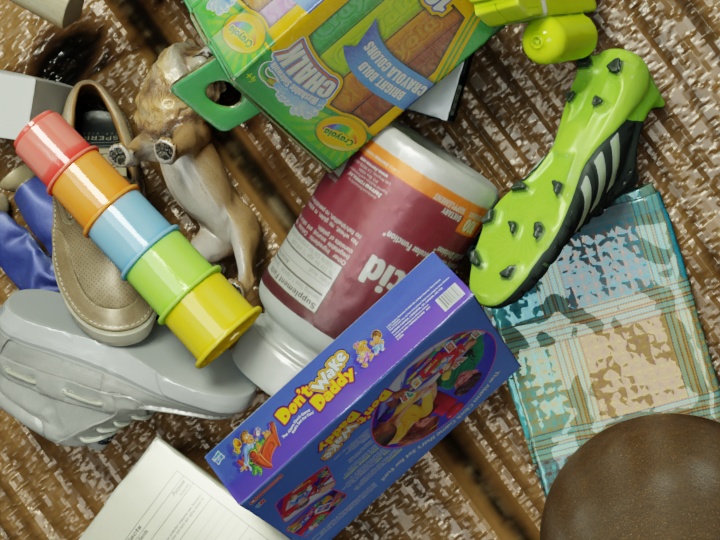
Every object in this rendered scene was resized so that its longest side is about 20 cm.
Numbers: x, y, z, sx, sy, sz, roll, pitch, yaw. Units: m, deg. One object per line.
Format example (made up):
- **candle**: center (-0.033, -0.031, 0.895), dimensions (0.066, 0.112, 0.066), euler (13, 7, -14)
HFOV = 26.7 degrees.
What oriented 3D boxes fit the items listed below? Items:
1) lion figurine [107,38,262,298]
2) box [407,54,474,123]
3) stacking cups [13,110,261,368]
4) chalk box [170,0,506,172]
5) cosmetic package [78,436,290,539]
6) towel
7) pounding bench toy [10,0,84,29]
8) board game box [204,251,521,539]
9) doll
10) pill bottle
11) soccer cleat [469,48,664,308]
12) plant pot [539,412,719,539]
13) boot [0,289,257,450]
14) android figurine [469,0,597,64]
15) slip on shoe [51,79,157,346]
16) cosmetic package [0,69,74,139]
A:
- **lion figurine**: center (-0.114, -0.063, 1.103), dimensions (0.072, 0.123, 0.201), euler (-10, 107, 21)
- **box**: center (0.029, -0.221, 1.085), dimensions (0.136, 0.038, 0.201), euler (18, 97, 11)
- **stacking cups**: center (-0.153, -0.027, 1.034), dimensions (0.060, 0.060, 0.200), euler (-43, 83, 11)
- **chalk box**: center (-0.032, -0.162, 0.997), dimensions (0.200, 0.124, 0.124), euler (-41, 49, 11)
- **cosmetic package**: center (-0.096, 0.222, 1.101), dimensions (0.200, 0.071, 0.105), euler (37, 81, 13)
- **towel**: center (0.170, 0.052, 1.079), dimensions (0.146, 0.022, 0.201), euler (-17, 90, 13)
- **pounding bench toy**: center (-0.156, -0.259, 1.062), dimensions (0.124, 0.156, 0.201), euler (37, 100, 7)
- **board game box**: center (0.007, 0.094, 1.023), dimensions (0.200, 0.135, 0.045), euler (-42, 59, -2)
- **doll**: center (-0.205, 0.013, 1.143), dimensions (0.136, 0.048, 0.200), euler (-41, 85, 16)
- **pill bottle**: center (0.000, 0.000, 1.065), dimensions (0.114, 0.114, 0.201), euler (33, 99, 8)
- **soccer cleat**: center (0.145, -0.054, 1.034), dimensions (0.067, 0.081, 0.201), euler (26, 84, 48)
- **plant pot**: center (0.203, 0.210, 0.980), dimensions (0.185, 0.200, 0.189), euler (2, 100, 10)
- **boot**: center (-0.172, 0.087, 1.098), dimensions (0.199, 0.074, 0.096), euler (19, 117, 14)
- **android figurine**: center (0.108, -0.224, 0.984), dimensions (0.041, 0.200, 0.184), euler (-9, 94, 30)
- **slip on shoe**: center (-0.183, -0.045, 1.086), dimensions (0.075, 0.061, 0.201), euler (-3, 60, -10)
- **cosmetic package**: center (-0.322, -0.134, 1.143), dimensions (0.198, 0.083, 0.051), euler (10, 96, 11)
